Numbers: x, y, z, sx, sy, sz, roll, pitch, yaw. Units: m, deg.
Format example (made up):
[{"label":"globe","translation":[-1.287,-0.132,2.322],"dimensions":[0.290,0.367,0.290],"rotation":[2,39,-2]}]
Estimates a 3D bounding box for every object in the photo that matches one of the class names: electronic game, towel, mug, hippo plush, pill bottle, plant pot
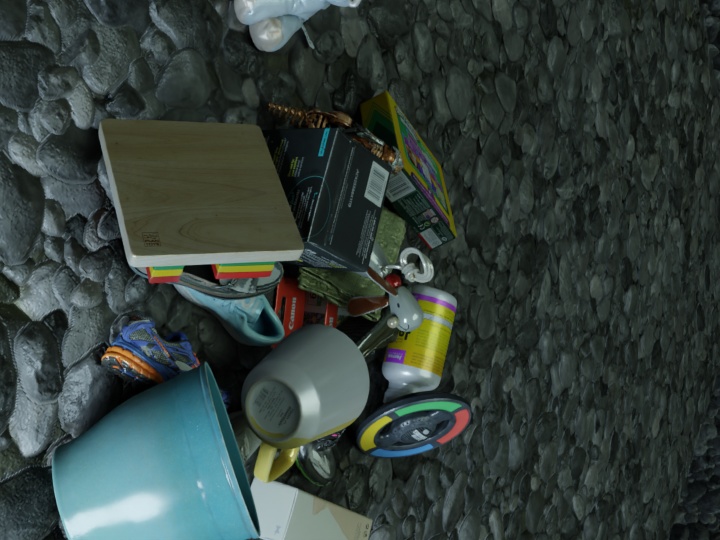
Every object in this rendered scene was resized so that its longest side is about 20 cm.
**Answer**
[{"label":"electronic game","translation":[0.087,0.256,1.368],"dimensions":[0.199,0.198,0.042],"rotation":[35,31,-47]},{"label":"towel","translation":[-0.013,-0.032,1.256],"dimensions":[0.147,0.036,0.202],"rotation":[28,55,-15]},{"label":"mug","translation":[-0.078,0.178,1.097],"dimensions":[0.153,0.147,0.190],"rotation":[-21,102,-68]},{"label":"hippo plush","translation":[-0.065,-0.374,1.122],"dimensions":[0.200,0.159,0.162],"rotation":[40,62,-46]},{"label":"pill bottle","translation":[0.096,0.134,1.421],"dimensions":[0.104,0.103,0.204],"rotation":[29,70,-49]},{"label":"plant pot","translation":[-0.228,0.229,0.922],"dimensions":[0.185,0.200,0.203],"rotation":[-19,113,-9]}]

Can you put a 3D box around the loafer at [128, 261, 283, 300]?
[{"label":"loafer","translation":[-0.181,-0.005,1.018],"dimensions":[0.197,0.063,0.073],"rotation":[8,80,-27]}]

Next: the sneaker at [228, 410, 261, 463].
[{"label":"sneaker","translation":[-0.176,0.256,1.092],"dimensions":[0.199,0.091,0.077],"rotation":[-37,120,-45]}]

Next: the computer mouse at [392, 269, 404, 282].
[{"label":"computer mouse","translation":[0.017,-0.013,1.373],"dimensions":[0.200,0.034,0.060],"rotation":[37,48,-53]}]

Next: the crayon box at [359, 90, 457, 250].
[{"label":"crayon box","translation":[0.077,-0.160,1.347],"dimensions":[0.200,0.058,0.175],"rotation":[46,26,-44]}]

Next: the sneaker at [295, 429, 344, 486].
[{"label":"sneaker","translation":[-0.056,0.228,1.251],"dimensions":[0.076,0.083,0.204],"rotation":[-13,103,-50]}]

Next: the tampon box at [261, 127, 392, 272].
[{"label":"tampon box","translation":[-0.085,-0.092,1.091],"dimensions":[0.126,0.197,0.153],"rotation":[27,74,-49]}]

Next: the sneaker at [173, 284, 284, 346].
[{"label":"sneaker","translation":[-0.165,0.031,1.094],"dimensions":[0.200,0.081,0.075],"rotation":[47,57,-42]}]

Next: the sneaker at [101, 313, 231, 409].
[{"label":"sneaker","translation":[-0.224,0.119,1.036],"dimensions":[0.200,0.074,0.080],"rotation":[44,57,-46]}]

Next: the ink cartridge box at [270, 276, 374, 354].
[{"label":"ink cartridge box","translation":[-0.048,0.070,1.272],"dimensions":[0.198,0.050,0.111],"rotation":[9,87,-53]}]

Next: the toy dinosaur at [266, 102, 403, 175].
[{"label":"toy dinosaur","translation":[-0.035,-0.190,1.182],"dimensions":[0.200,0.135,0.103],"rotation":[45,68,-15]}]

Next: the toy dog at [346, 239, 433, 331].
[{"label":"toy dog","translation":[0.000,0.000,1.151],"dimensions":[0.095,0.200,0.133],"rotation":[-26,142,-32]}]

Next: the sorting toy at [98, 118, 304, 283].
[{"label":"sorting toy","translation":[-0.191,-0.077,0.968],"dimensions":[0.197,0.070,0.201],"rotation":[-3,54,-30]}]

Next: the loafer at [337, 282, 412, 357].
[{"label":"loafer","translation":[0.027,0.093,1.271],"dimensions":[0.200,0.074,0.071],"rotation":[-40,119,-42]}]

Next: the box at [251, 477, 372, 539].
[{"label":"box","translation":[-0.078,0.373,1.229],"dimensions":[0.200,0.094,0.079],"rotation":[40,62,-48]}]
